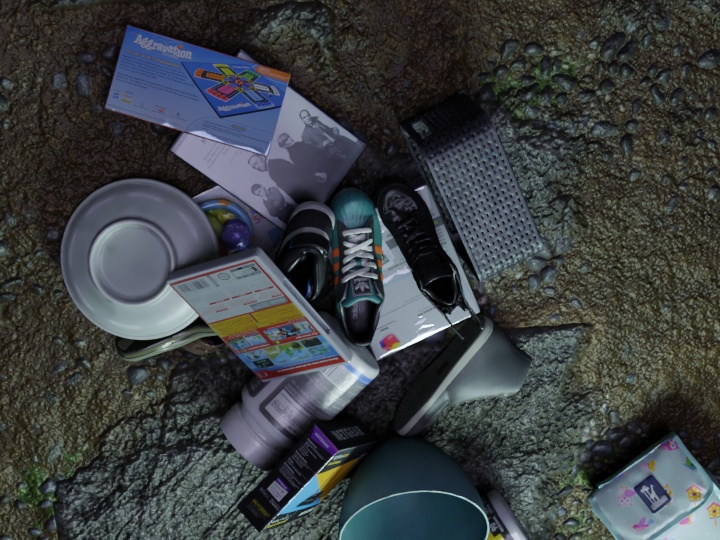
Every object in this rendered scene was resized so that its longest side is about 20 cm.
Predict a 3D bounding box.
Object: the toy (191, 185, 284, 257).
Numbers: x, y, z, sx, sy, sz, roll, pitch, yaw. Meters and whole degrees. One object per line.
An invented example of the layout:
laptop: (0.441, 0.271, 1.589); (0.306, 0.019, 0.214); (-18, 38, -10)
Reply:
toy: (-0.194, -0.032, 1.557); (0.200, 0.047, 0.115); (-24, 115, -2)

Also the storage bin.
storage bin: (0.139, -0.104, 1.551); (0.094, 0.135, 0.200); (-27, 114, 0)

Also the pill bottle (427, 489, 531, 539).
pill bottle: (0.140, 0.411, 1.770); (0.200, 0.114, 0.114); (-35, 114, 2)

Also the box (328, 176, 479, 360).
box: (0.049, -0.001, 1.626); (0.156, 0.041, 0.200); (-26, 113, 0)

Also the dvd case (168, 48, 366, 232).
dvd case: (-0.112, -0.152, 1.527); (0.200, 0.025, 0.150); (35, 91, -21)

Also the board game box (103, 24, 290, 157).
board game box: (-0.192, -0.211, 1.470); (0.199, 0.019, 0.103); (16, 95, -5)

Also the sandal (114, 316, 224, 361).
sandal: (-0.211, 0.076, 1.590); (0.200, 0.080, 0.057); (-15, 131, 1)

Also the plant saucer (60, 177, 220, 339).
plant saucer: (-0.272, -0.012, 1.512); (0.199, 0.050, 0.201); (0, 96, 4)

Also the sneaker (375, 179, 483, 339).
sneaker: (0.085, -0.015, 1.549); (0.060, 0.104, 0.200); (-28, 114, 1)

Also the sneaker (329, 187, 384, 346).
sneaker: (0.000, 0.000, 1.550); (0.071, 0.080, 0.201); (-7, 111, -8)

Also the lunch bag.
lunch bag: (0.447, 0.351, 1.811); (0.170, 0.122, 0.200); (-38, 106, 7)

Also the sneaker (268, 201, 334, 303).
sneaker: (-0.087, 0.019, 1.532); (0.073, 0.112, 0.200); (15, 134, -5)

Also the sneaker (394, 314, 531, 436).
sneaker: (0.141, 0.167, 1.693); (0.106, 0.075, 0.200); (38, 98, -20)

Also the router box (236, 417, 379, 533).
router box: (-0.065, 0.264, 1.628); (0.051, 0.200, 0.149); (45, 98, 14)

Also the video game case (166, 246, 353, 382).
video game case: (-0.119, 0.057, 1.492); (0.143, 0.017, 0.200); (-15, 130, 33)

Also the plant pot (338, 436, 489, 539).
plant pot: (0.065, 0.305, 1.687); (0.199, 0.135, 0.200); (-3, 134, -3)

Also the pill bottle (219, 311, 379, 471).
pill bottle: (-0.082, 0.160, 1.622); (0.200, 0.114, 0.114); (-44, 113, 7)
